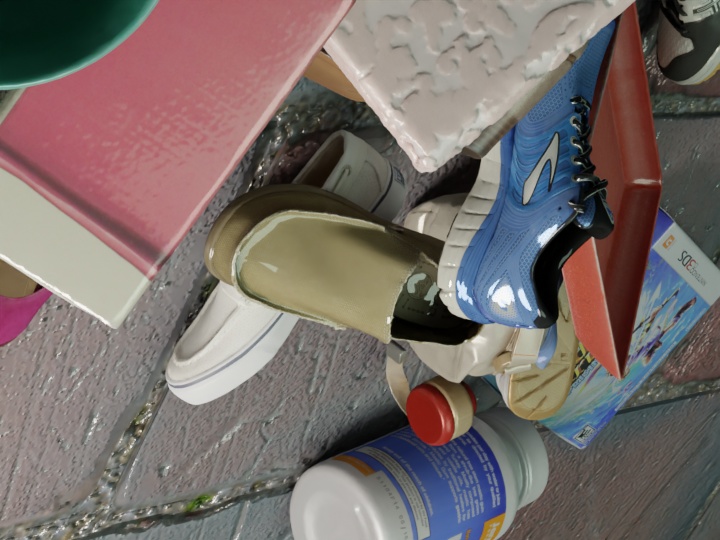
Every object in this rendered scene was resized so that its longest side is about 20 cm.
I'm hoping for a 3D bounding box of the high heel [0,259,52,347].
[{"bbox_3d":[-0.171,-0.026,1.084,0.200,0.067,0.096,-36,163,-48],"label":"high heel"}]

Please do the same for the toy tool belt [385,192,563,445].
[{"bbox_3d":[0.101,0.025,1.445,0.123,0.125,0.201,-21,132,-35],"label":"toy tool belt"}]

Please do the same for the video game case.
[{"bbox_3d":[0.210,0.048,1.701,0.200,0.045,0.181,-49,150,4],"label":"video game case"}]

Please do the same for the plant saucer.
[{"bbox_3d":[0.168,-0.062,1.403,0.200,0.036,0.201,73,26,-44],"label":"plant saucer"}]

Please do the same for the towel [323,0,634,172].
[{"bbox_3d":[0.049,-0.185,1.084,0.200,0.191,0.032,-41,-175,-11],"label":"towel"}]

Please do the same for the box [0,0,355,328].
[{"bbox_3d":[-0.109,-0.095,0.986,0.109,0.128,0.200,33,101,-19],"label":"box"}]

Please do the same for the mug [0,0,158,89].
[{"bbox_3d":[-0.170,-0.176,0.843,0.152,0.115,0.185,-44,130,15],"label":"mug"}]

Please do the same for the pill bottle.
[{"bbox_3d":[0.052,0.174,1.577,0.199,0.112,0.112,-18,140,-40],"label":"pill bottle"}]

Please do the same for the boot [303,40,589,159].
[{"bbox_3d":[0.033,-0.161,1.130,0.147,0.199,0.070,-64,-171,-6],"label":"boot"}]

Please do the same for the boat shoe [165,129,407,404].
[{"bbox_3d":[-0.061,-0.006,1.270,0.200,0.071,0.070,-45,124,4],"label":"boat shoe"}]

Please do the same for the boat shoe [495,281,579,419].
[{"bbox_3d":[0.138,0.009,1.543,0.070,0.069,0.201,11,102,-24],"label":"boat shoe"}]

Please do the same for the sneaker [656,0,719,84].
[{"bbox_3d":[0.225,-0.216,1.391,0.087,0.076,0.201,-9,132,-26],"label":"sneaker"}]

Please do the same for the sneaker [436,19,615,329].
[{"bbox_3d":[0.118,-0.058,1.193,0.078,0.089,0.201,4,104,-60],"label":"sneaker"}]

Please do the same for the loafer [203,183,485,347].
[{"bbox_3d":[0.000,0.000,1.226,0.199,0.067,0.076,10,107,-33],"label":"loafer"}]
